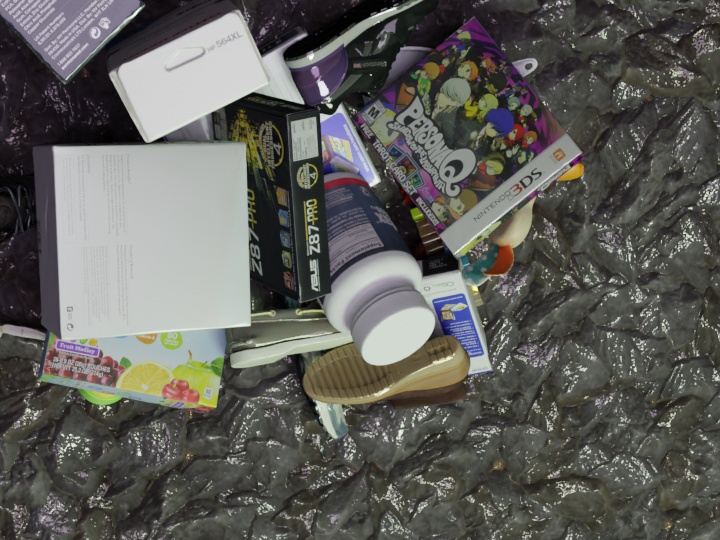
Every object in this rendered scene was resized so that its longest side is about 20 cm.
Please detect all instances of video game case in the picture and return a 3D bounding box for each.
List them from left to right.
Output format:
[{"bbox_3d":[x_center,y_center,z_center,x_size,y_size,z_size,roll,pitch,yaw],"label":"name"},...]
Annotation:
[{"bbox_3d":[0.116,-0.147,1.463,0.180,0.036,0.201,-37,77,4],"label":"video game case"}]

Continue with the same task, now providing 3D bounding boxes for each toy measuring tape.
[{"bbox_3d":[-0.332,0.112,1.526,0.197,0.074,0.075,12,105,-18],"label":"toy measuring tape"}]

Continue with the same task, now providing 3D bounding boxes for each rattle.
[{"bbox_3d":[0.191,-0.054,1.534,0.129,0.202,0.142,-25,140,28],"label":"rattle"}]

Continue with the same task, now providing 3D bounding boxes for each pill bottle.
[{"bbox_3d":[0.000,0.000,1.465,0.118,0.201,0.120,-20,145,-15],"label":"pill bottle"}]

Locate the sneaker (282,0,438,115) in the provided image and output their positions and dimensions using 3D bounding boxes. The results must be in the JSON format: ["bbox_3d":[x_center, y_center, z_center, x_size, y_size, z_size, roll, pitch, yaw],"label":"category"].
[{"bbox_3d":[0.009,-0.244,1.476,0.199,0.076,0.088,-32,116,-18],"label":"sneaker"}]

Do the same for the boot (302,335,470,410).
[{"bbox_3d":[0.035,0.140,1.572,0.197,0.073,0.167,-12,155,-1],"label":"boot"}]

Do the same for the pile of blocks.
[{"bbox_3d":[0.089,-0.033,1.569,0.061,0.082,0.202,-19,110,5],"label":"pile of blocks"}]

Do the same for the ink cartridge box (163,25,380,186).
[{"bbox_3d":[-0.106,-0.141,1.511,0.198,0.043,0.200,-30,112,-4],"label":"ink cartridge box"}]

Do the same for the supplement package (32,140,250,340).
[{"bbox_3d":[-0.230,-0.037,1.384,0.197,0.147,0.195,-3,96,-22],"label":"supplement package"}]

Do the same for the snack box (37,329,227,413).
[{"bbox_3d":[-0.249,0.058,1.496,0.197,0.068,0.171,14,74,-17],"label":"snack box"}]

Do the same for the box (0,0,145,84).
[{"bbox_3d":[-0.325,-0.312,1.326,0.117,0.197,0.200,-43,111,3],"label":"box"}]

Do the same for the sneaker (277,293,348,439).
[{"bbox_3d":[-0.033,0.108,1.592,0.085,0.078,0.203,-17,111,-10],"label":"sneaker"}]

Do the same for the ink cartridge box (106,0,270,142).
[{"bbox_3d":[-0.184,-0.218,1.385,0.144,0.200,0.085,-26,111,-2],"label":"ink cartridge box"}]

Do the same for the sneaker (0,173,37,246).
[{"bbox_3d":[-0.358,-0.068,1.444,0.196,0.114,0.077,-2,110,-14],"label":"sneaker"}]

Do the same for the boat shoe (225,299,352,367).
[{"bbox_3d":[-0.059,0.062,1.509,0.199,0.072,0.061,-11,79,-25],"label":"boat shoe"}]

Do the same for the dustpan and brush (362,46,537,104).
[{"bbox_3d":[0.106,-0.209,1.526,0.197,0.057,0.141,-21,111,-5],"label":"dustpan and brush"}]

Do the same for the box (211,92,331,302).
[{"bbox_3d":[-0.096,-0.084,1.424,0.049,0.160,0.203,-15,113,-30],"label":"box"}]

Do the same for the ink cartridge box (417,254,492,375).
[{"bbox_3d":[0.094,0.061,1.588,0.093,0.037,0.201,-11,137,11],"label":"ink cartridge box"}]
